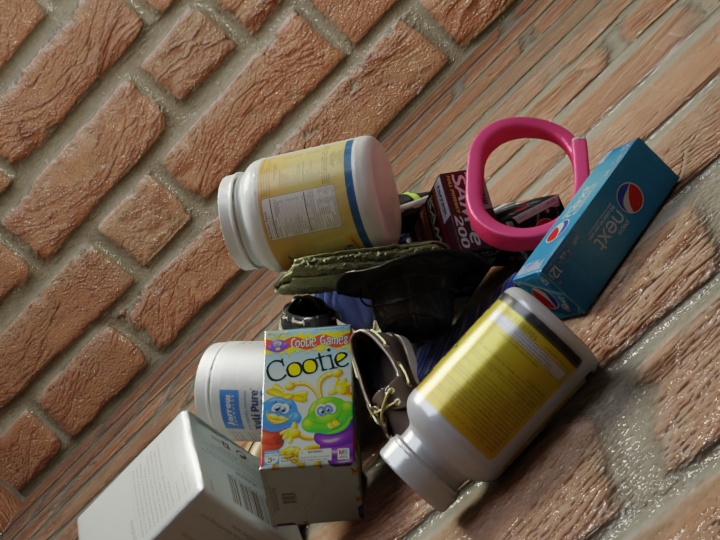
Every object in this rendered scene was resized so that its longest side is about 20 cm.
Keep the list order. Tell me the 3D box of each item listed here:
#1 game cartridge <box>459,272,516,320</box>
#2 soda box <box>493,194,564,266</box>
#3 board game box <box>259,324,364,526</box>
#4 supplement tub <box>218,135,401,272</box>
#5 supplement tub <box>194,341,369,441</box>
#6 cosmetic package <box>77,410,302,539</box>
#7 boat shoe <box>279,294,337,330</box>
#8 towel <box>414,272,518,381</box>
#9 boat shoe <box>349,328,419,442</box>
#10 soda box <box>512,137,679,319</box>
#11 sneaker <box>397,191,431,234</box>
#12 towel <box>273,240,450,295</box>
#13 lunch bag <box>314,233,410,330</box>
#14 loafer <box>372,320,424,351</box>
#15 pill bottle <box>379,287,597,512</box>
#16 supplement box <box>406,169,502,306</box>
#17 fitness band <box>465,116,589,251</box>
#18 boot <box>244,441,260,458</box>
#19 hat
[{"bbox_3d":[0.135,0.090,1.384,0.130,0.038,0.200,-47,9,25],"label":"game cartridge"},{"bbox_3d":[0.192,-0.047,1.526,0.071,0.063,0.200,-27,6,-14],"label":"soda box"},{"bbox_3d":[-0.053,0.170,1.373,0.103,0.105,0.200,-5,44,2],"label":"board game box"},{"bbox_3d":[-0.061,-0.078,1.524,0.199,0.145,0.145,-11,22,15],"label":"supplement tub"},{"bbox_3d":[-0.096,0.156,1.577,0.199,0.132,0.132,-2,31,22],"label":"supplement tub"},{"bbox_3d":[-0.201,0.311,1.437,0.200,0.167,0.166,-45,30,9],"label":"cosmetic package"},{"bbox_3d":[-0.065,0.060,1.544,0.074,0.061,0.200,-8,14,-6],"label":"boat shoe"},{"bbox_3d":[0.101,0.087,1.382,0.200,0.024,0.145,-40,12,37],"label":"towel"},{"bbox_3d":[0.037,0.138,1.313,0.072,0.059,0.200,-51,36,27],"label":"boat shoe"},{"bbox_3d":[0.251,-0.044,1.308,0.200,0.068,0.064,-51,10,-20],"label":"soda box"},{"bbox_3d":[0.017,-0.088,1.613,0.199,0.083,0.072,-14,-18,3],"label":"sneaker"},{"bbox_3d":[0.000,0.000,1.489,0.199,0.037,0.148,-8,-7,-13],"label":"towel"},{"bbox_3d":[0.012,-0.016,1.729,0.136,0.132,0.200,-31,-40,-43],"label":"lunch bag"},{"bbox_3d":[0.043,0.099,1.603,0.068,0.076,0.200,-41,11,1],"label":"loafer"},{"bbox_3d":[0.114,0.121,1.127,0.200,0.112,0.112,-47,10,-1],"label":"pill bottle"},{"bbox_3d":[0.116,-0.035,1.545,0.061,0.109,0.200,-10,-21,-14],"label":"supplement box"},{"bbox_3d":[0.194,-0.104,1.429,0.037,0.143,0.200,80,-167,-50],"label":"fitness band"},{"bbox_3d":[-0.066,0.205,1.685,0.200,0.066,0.175,-36,16,44],"label":"boot"},{"bbox_3d":[0.066,0.039,1.419,0.200,0.081,0.201,-10,-14,-3],"label":"hat"}]
